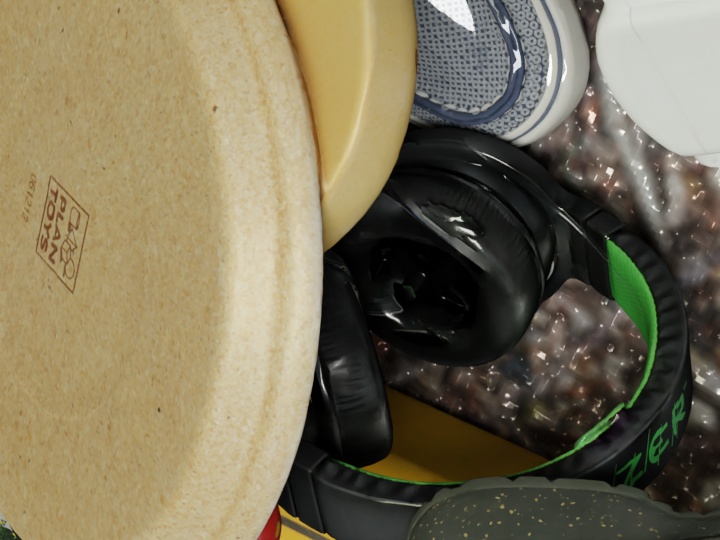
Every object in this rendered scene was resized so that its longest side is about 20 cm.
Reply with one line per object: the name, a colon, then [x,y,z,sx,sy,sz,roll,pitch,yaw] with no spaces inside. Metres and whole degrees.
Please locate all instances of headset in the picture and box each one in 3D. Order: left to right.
headset: [0.000,0.000,0.748,0.200,0.123,0.094,30,145,37]

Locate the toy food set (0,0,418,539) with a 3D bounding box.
toy food set: [-0.058,-0.012,0.702,0.198,0.049,0.200,20,109,55]

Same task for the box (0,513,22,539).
box: [-0.158,0.096,0.854,0.137,0.038,0.200,60,143,6]

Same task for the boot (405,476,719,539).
boot: [0.099,0.111,0.632,0.200,0.131,0.068,-5,132,10]

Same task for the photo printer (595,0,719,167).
photo printer: [0.155,-0.117,0.609,0.166,0.200,0.069,-6,134,36]

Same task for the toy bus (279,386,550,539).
toy bus: [-0.005,0.076,0.805,0.200,0.065,0.078,24,110,21]

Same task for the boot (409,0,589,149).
boot: [-0.028,-0.104,0.758,0.200,0.090,0.073,44,117,12]
